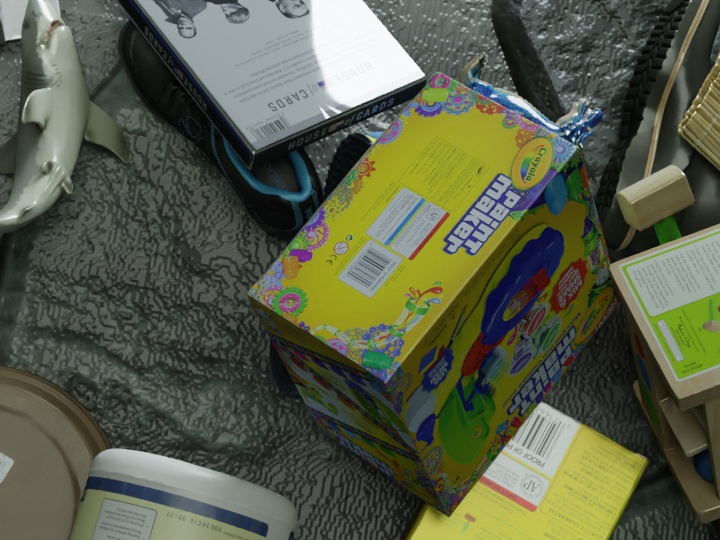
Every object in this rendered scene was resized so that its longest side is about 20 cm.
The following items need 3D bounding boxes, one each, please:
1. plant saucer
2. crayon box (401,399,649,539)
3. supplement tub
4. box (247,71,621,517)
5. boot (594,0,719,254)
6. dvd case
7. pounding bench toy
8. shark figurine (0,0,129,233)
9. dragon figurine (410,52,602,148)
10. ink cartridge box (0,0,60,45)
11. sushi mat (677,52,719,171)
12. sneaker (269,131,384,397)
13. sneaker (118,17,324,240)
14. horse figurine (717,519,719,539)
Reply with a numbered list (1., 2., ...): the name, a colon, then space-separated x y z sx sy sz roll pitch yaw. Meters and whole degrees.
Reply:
1. plant saucer: -0.262 0.162 1.525 0.199 0.029 0.201 1 78 -4
2. crayon box: 0.097 0.189 1.538 0.126 0.051 0.201 30 78 2
3. supplement tub: -0.133 0.231 1.463 0.144 0.145 0.201 16 78 -1
4. box: 0.054 0.018 1.465 0.122 0.193 0.200 31 72 29
5. boot: 0.258 -0.094 1.603 0.138 0.077 0.201 20 88 -7
6. dvd case: -0.070 -0.171 1.557 0.150 0.025 0.200 -25 63 -27
7. pounding bench toy: 0.244 0.043 1.521 0.124 0.156 0.201 -20 47 -3
8. shark figurine: -0.242 -0.072 1.540 0.089 0.128 0.215 -10 43 33
9. dragon figurine: 0.079 -0.084 1.581 0.199 0.059 0.100 -34 78 -16
10. ink cartridge box: -0.318 -0.217 1.573 0.199 0.067 0.117 -8 79 -6
11. sushi mat: 0.315 -0.074 1.589 0.200 0.012 0.096 40 68 -18
12. sneaker: 0.000 0.000 1.542 0.078 0.066 0.201 6 112 -42
13. sneaker: -0.093 -0.113 1.565 0.073 0.082 0.200 -43 84 -9
14. horse figurine: 0.276 0.244 1.518 0.050 0.133 0.201 -12 93 -11
